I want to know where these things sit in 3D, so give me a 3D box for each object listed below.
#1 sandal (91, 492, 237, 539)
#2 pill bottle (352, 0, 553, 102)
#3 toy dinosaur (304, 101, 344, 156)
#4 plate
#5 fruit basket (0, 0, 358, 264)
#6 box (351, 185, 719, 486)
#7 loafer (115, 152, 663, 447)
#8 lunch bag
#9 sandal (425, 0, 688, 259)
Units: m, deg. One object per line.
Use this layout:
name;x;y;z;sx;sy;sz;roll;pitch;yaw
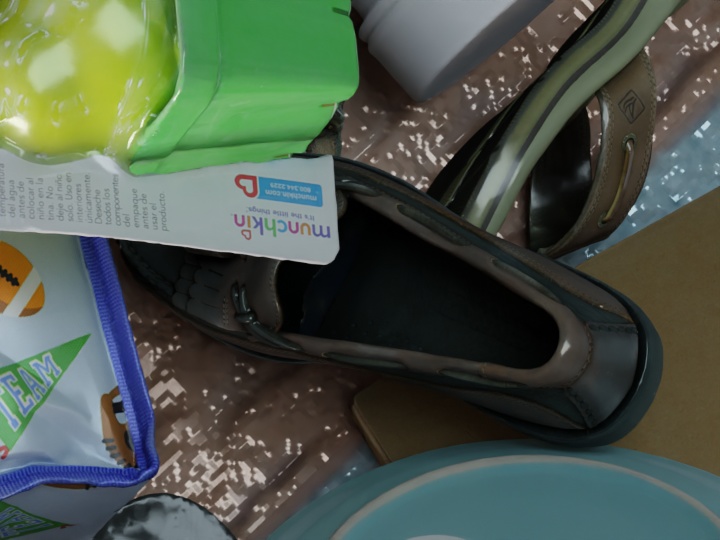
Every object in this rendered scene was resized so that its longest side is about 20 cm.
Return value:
sandal;-0.017;0.155;0.934;0.200;0.048;0.075;45;67;1
pill bottle;-0.011;-0.162;1.002;0.119;0.120;0.200;-38;85;-23
toy dinosaur;-0.073;-0.095;0.961;0.088;0.200;0.048;-12;55;20
plate;0.050;0.105;0.853;0.199;0.026;0.201;-3;36;2
fruit basket;-0.104;-0.092;0.798;0.199;0.094;0.186;2;67;-19
box;0.108;0.071;0.933;0.163;0.021;0.200;-29;48;-5
loafer;0.000;0.000;0.930;0.199;0.063;0.072;18;86;28
lunch bag;-0.151;-0.004;0.884;0.123;0.170;0.201;-7;75;-23
sandal;0.078;-0.045;1.012;0.057;0.080;0.201;43;66;-4
